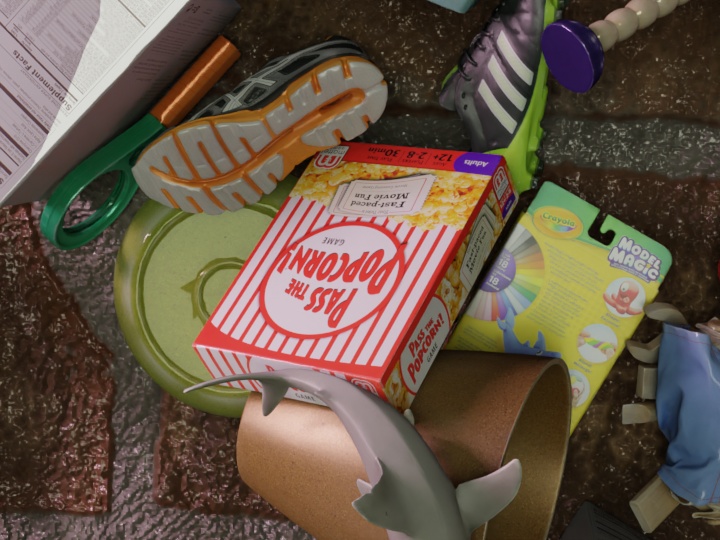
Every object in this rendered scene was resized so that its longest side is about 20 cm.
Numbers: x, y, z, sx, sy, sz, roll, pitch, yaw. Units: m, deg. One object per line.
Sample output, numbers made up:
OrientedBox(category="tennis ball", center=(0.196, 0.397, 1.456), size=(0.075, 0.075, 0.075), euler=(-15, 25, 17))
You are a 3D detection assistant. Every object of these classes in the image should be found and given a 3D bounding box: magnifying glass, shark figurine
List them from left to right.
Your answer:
OrientedBox(category="magnifying glass", center=(-0.163, -0.094, 0.986), size=(0.022, 0.080, 0.200), euler=(40, 89, 15))
OrientedBox(category="shark figurine", center=(0.001, 0.116, 0.774), size=(0.215, 0.089, 0.128), euler=(50, 120, 13))

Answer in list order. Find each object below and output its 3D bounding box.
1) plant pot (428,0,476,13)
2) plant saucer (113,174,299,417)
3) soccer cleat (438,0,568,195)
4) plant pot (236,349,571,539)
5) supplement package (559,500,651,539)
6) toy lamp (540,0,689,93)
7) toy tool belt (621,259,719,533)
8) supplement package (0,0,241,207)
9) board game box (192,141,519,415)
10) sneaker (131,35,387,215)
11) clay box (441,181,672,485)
OrientedBox(category="plant pot", center=(0.072, -0.286, 0.900), size=(0.141, 0.141, 0.201), euler=(22, 107, 3))
OrientedBox(category="plant saucer", center=(-0.096, 0.018, 1.009), size=(0.199, 0.031, 0.201), euler=(1, 97, 7))
OrientedBox(category="soccer cleat", center=(0.100, -0.147, 0.935), size=(0.081, 0.068, 0.201), euler=(11, 113, 10))
OrientedBox(category="plant pot", center=(0.022, 0.129, 0.906), size=(0.199, 0.186, 0.187), euler=(13, 99, 21))
OrientedBox(category="supplement package", center=(0.178, 0.305, 0.931), size=(0.147, 0.200, 0.192), euler=(30, 100, 1))
OrientedBox(category="toy lamp", center=(0.215, -0.191, 0.899), size=(0.200, 0.058, 0.058), euler=(-34, 93, -20))
OrientedBox(category="toy tool belt", center=(0.243, 0.080, 0.924), size=(0.122, 0.125, 0.201), euler=(-5, 97, -15))
OrientedBox(category="supplement package", center=(-0.217, -0.171, 0.935), size=(0.151, 0.152, 0.200), euler=(45, 100, 0))
OrientedBox(category="board game box", center=(0.000, 0.000, 0.899), size=(0.151, 0.200, 0.046), euler=(7, 142, 32))
OrientedBox(category="sneaker", center=(-0.075, -0.107, 0.967), size=(0.199, 0.077, 0.078), euler=(-23, 127, 8))
OrientedBox(category="clay box", center=(0.134, 0.044, 0.977), size=(0.115, 0.048, 0.200), euler=(30, 100, 3))
